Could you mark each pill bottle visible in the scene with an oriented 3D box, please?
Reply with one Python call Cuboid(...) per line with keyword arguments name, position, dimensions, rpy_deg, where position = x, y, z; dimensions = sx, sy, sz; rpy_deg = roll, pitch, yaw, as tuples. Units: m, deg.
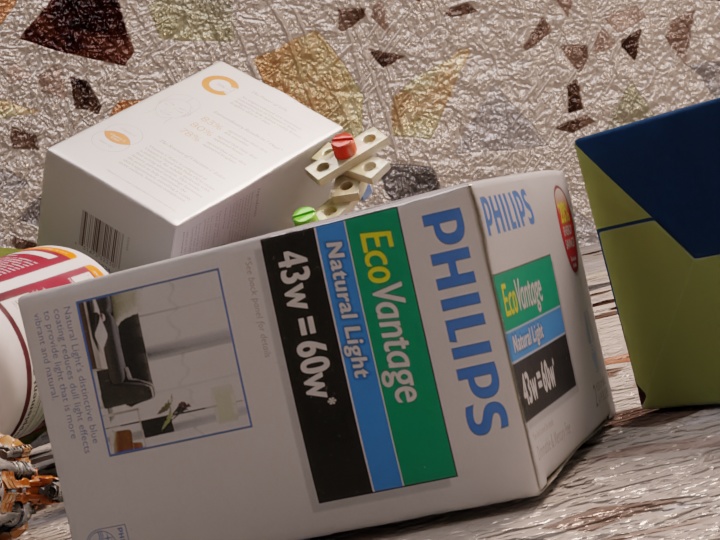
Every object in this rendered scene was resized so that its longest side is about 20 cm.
Cuboid(name="pill bottle", position=(-0.235, 0.054, 1.190), dimensions=(0.113, 0.113, 0.200), rpy_deg=(-14, 4, 25))

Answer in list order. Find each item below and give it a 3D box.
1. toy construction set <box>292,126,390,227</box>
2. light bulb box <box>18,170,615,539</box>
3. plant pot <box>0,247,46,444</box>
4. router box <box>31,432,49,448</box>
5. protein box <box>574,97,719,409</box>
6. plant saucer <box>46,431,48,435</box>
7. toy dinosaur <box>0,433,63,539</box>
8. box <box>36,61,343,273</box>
Cuboid(name="toy construction set", position=(0.000, 0.000, 1.420), dimensions=(0.131, 0.201, 0.092), rpy_deg=(-21, 24, -1))
Cuboid(name="light bulb box", position=(-0.009, 0.040, 0.839), dimensions=(0.199, 0.125, 0.198), rpy_deg=(-13, 1, 17))
Cuboid(name="plant pot", position=(-0.274, 0.058, 1.401), dimensions=(0.187, 0.188, 0.200), rpy_deg=(-13, 4, 41))
Cuboid(name="router box", position=(-0.367, 0.152, 1.578), dimensions=(0.149, 0.051, 0.200), rpy_deg=(-15, 1, 22))
Cuboid(name="protein box", position=(0.245, -0.031, 0.875), dimensions=(0.199, 0.136, 0.198), rpy_deg=(-15, 1, -30))
Cuboid(name="plant saucer", position=(-0.147, 0.107, 1.495), dimensions=(0.199, 0.038, 0.200), rpy_deg=(-14, 0, 0))
Cuboid(name="toy dinosaur", position=(-0.218, 0.122, 1.019), dimensions=(0.135, 0.103, 0.200), rpy_deg=(0, -26, -2))
Cuboid(name="box", position=(-0.124, -0.059, 1.419), dimensions=(0.124, 0.098, 0.200), rpy_deg=(30, 39, 23))
